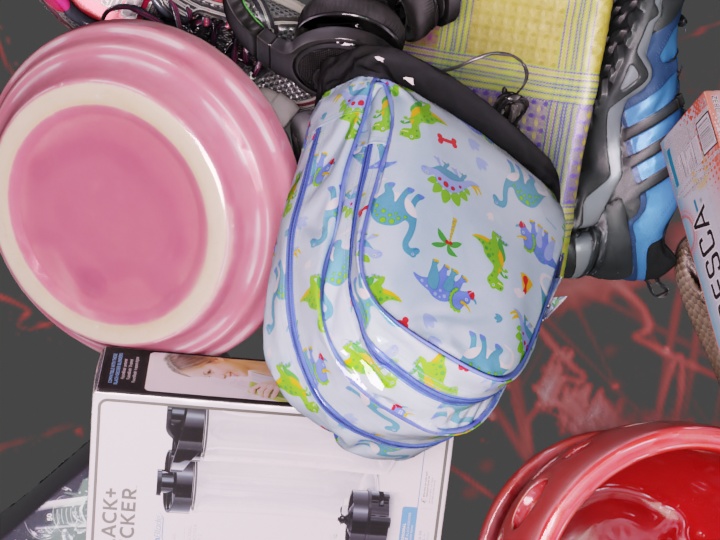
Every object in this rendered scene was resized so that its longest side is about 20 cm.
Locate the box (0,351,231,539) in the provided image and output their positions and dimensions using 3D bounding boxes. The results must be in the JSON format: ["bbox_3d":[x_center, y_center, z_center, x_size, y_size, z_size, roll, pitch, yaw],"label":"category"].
[{"bbox_3d":[-0.098,0.179,1.219,0.182,0.104,0.200,-41,99,6],"label":"box"}]

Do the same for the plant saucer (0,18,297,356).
[{"bbox_3d":[-0.130,-0.037,1.114,0.199,0.051,0.202,7,110,20],"label":"plant saucer"}]

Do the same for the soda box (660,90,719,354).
[{"bbox_3d":[0.232,-0.002,1.119,0.068,0.064,0.201,-3,65,-20],"label":"soda box"}]

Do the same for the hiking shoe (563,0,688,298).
[{"bbox_3d":[0.170,-0.088,1.207,0.086,0.074,0.201,10,105,-18],"label":"hiking shoe"}]

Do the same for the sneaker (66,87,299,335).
[{"bbox_3d":[-0.139,-0.065,1.178,0.200,0.074,0.116,-40,93,15],"label":"sneaker"}]

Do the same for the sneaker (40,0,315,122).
[{"bbox_3d":[-0.101,-0.139,1.179,0.199,0.075,0.081,18,99,-5],"label":"sneaker"}]

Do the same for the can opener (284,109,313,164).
[{"bbox_3d":[-0.025,0.009,1.147,0.052,0.066,0.201,-14,112,-18],"label":"can opener"}]

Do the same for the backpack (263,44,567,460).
[{"bbox_3d":[0.027,0.000,1.047,0.163,0.153,0.201,37,66,-23],"label":"backpack"}]

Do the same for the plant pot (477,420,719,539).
[{"bbox_3d":[0.170,0.184,1.178,0.199,0.182,0.202,0,91,-9],"label":"plant pot"}]

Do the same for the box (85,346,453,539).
[{"bbox_3d":[-0.052,0.114,1.115,0.199,0.060,0.117,6,113,-4],"label":"box"}]

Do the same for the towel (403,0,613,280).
[{"bbox_3d":[0.075,-0.103,1.189,0.143,0.023,0.201,12,99,26],"label":"towel"}]

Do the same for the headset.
[{"bbox_3d":[0.012,-0.139,1.155,0.200,0.094,0.124,34,66,15],"label":"headset"}]

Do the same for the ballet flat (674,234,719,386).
[{"bbox_3d":[0.253,0.064,1.239,0.067,0.046,0.201,-26,99,3],"label":"ballet flat"}]
